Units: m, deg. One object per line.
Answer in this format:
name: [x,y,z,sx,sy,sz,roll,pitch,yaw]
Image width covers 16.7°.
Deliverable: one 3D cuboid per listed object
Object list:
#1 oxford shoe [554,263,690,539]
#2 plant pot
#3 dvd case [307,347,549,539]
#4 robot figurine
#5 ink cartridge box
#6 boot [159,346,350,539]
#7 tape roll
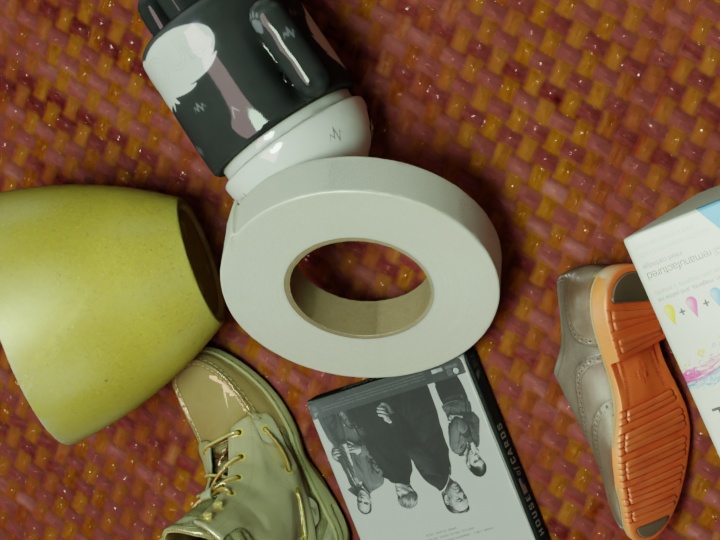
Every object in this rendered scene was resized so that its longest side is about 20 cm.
oxford shoe: [0.180,0.091,1.727,0.073,0.071,0.200,4,103,50]
plant pot: [-0.185,0.016,1.854,0.142,0.200,0.200,-18,96,8]
dvd case: [0.057,0.170,1.840,0.150,0.025,0.200,-19,96,34]
robot figurine: [-0.075,-0.136,1.766,0.125,0.150,0.200,-35,85,15]
ink cartridge box: [0.286,0.035,1.600,0.128,0.125,0.200,-23,92,34]
boot: [-0.107,0.162,1.855,0.073,0.155,0.200,-33,87,34]
tape roll: [0.000,0.000,1.745,0.202,0.037,0.203,3,138,3]
